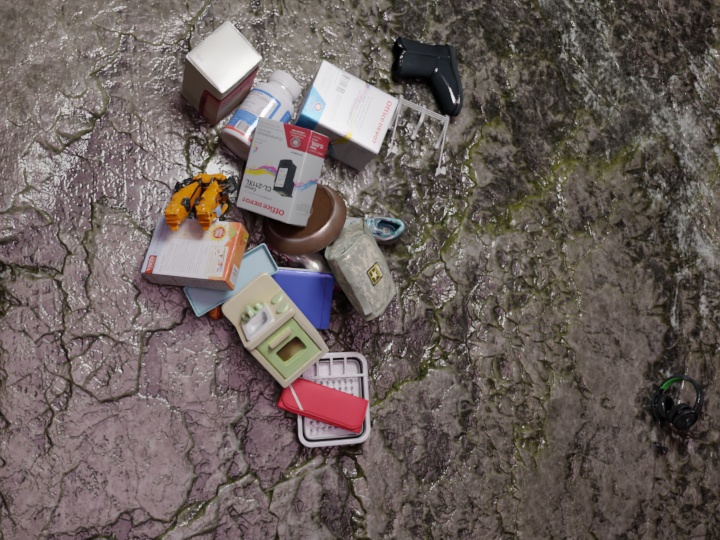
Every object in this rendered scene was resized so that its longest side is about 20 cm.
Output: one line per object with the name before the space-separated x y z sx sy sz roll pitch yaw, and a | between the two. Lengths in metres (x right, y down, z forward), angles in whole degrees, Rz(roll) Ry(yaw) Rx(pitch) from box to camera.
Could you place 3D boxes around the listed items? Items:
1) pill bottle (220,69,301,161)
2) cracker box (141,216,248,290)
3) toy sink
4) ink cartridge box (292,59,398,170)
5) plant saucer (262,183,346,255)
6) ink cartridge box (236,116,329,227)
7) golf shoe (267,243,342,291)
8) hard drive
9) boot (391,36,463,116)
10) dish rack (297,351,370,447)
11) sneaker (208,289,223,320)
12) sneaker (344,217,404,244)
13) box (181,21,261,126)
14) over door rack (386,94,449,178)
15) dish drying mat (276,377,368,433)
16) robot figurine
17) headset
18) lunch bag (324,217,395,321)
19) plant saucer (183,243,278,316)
pill bottle | -0.220 -0.353 1.708 0.112 0.112 0.201 36 72 -9
cracker box | -0.348 -0.037 1.585 0.197 0.058 0.136 6 66 15
toy sink | -0.181 0.127 1.588 0.130 0.112 0.201 -38 120 -3
ink cartridge box | -0.041 -0.355 1.747 0.198 0.146 0.149 25 74 -12
plant saucer | -0.129 -0.126 1.681 0.197 0.035 0.203 -6 55 8
ink cartridge box | -0.168 -0.211 1.615 0.144 0.083 0.203 18 96 24
golf shoe | -0.112 -0.028 1.711 0.199 0.075 0.092 34 69 -11
hard drive | -0.162 0.060 1.663 0.196 0.025 0.134 4 108 -10
boot | 0.162 -0.481 1.867 0.165 0.076 0.204 -1 74 -21
dish rack | -0.066 0.289 1.688 0.169 0.043 0.204 -1 81 -19
sneaker | -0.323 0.008 1.650 0.076 0.073 0.204 -2 79 7
sneaker | 0.010 -0.098 1.753 0.197 0.086 0.079 -8 83 -19
box | -0.308 -0.426 1.644 0.109 0.200 0.128 45 72 -5
over door rack | 0.137 -0.321 1.831 0.146 0.067 0.203 19 55 -14
dish drying mat | -0.081 0.294 1.651 0.197 0.018 0.078 21 75 -14
robot figurine | -0.342 -0.153 1.608 0.142 0.201 0.059 1 119 8
headset | 0.806 0.369 1.923 0.093 0.123 0.202 30 88 -31
lunch bag | 0.000 0.000 1.643 0.116 0.201 0.166 -25 110 10
plant saucer | -0.275 0.021 1.601 0.198 0.019 0.071 -30 82 -8
